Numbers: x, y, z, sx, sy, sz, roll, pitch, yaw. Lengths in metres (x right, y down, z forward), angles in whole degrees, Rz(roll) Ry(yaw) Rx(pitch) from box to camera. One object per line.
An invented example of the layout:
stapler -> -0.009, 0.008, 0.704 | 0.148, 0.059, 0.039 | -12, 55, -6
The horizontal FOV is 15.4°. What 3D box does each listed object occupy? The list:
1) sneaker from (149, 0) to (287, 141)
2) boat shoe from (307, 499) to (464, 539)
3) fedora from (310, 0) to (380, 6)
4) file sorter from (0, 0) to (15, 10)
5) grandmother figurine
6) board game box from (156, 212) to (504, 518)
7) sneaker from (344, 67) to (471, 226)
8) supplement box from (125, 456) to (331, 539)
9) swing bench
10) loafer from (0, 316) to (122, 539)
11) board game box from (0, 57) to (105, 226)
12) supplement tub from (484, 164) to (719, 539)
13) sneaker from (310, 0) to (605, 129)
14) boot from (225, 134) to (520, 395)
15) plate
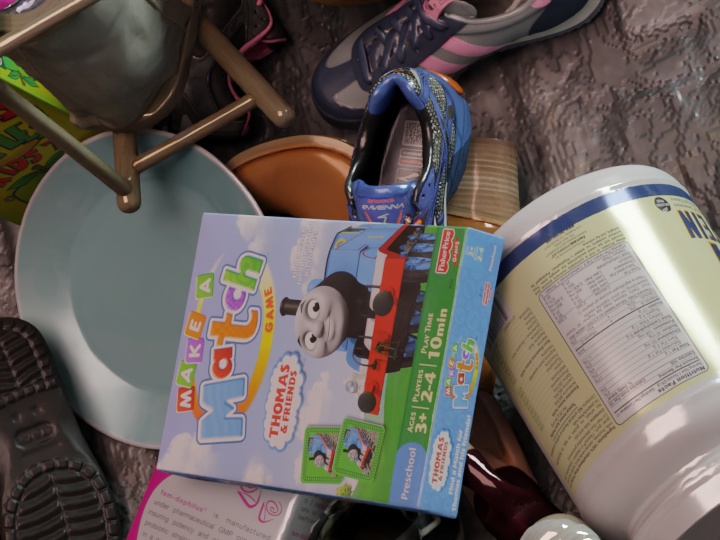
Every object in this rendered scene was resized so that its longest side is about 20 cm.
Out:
sneaker -> -0.090, -0.170, 1.688 | 0.095, 0.079, 0.200 | 9, 75, 2
boat shoe -> 0.013, 0.144, 1.473 | 0.075, 0.200, 0.060 | -4, 111, 10
fedora -> -0.021, -0.213, 1.605 | 0.201, 0.200, 0.082 | 35, 119, 30
file sorter -> -0.243, -0.226, 1.677 | 0.139, 0.200, 0.126 | 21, 110, 32
grandmother figurine -> 0.082, 0.124, 1.443 | 0.061, 0.121, 0.200 | -52, 28, 5
board game box -> -0.020, 0.048, 1.458 | 0.200, 0.037, 0.152 | 3, 81, 43
sneaker -> 0.017, -0.023, 1.507 | 0.075, 0.078, 0.200 | -3, 78, 18
supplement box -> -0.080, 0.193, 1.556 | 0.101, 0.103, 0.200 | 20, 87, 31
swing bench -> -0.155, -0.172, 1.546 | 0.130, 0.199, 0.200 | -28, 64, 10
loafer -> -0.197, 0.129, 1.662 | 0.073, 0.071, 0.200 | -13, 79, -12
board game box -> -0.221, -0.089, 1.648 | 0.102, 0.200, 0.048 | -29, 66, 18
supplement tub -> 0.158, 0.059, 1.443 | 0.145, 0.145, 0.200 | -38, 63, 14
sneaker -> 0.045, -0.151, 1.595 | 0.200, 0.082, 0.070 | -28, 67, 19
boot -> 0.000, 0.000, 1.586 | 0.200, 0.074, 0.155 | 0, 80, 30
plate -> -0.127, 0.010, 1.647 | 0.200, 0.026, 0.200 | 6, 102, 28
